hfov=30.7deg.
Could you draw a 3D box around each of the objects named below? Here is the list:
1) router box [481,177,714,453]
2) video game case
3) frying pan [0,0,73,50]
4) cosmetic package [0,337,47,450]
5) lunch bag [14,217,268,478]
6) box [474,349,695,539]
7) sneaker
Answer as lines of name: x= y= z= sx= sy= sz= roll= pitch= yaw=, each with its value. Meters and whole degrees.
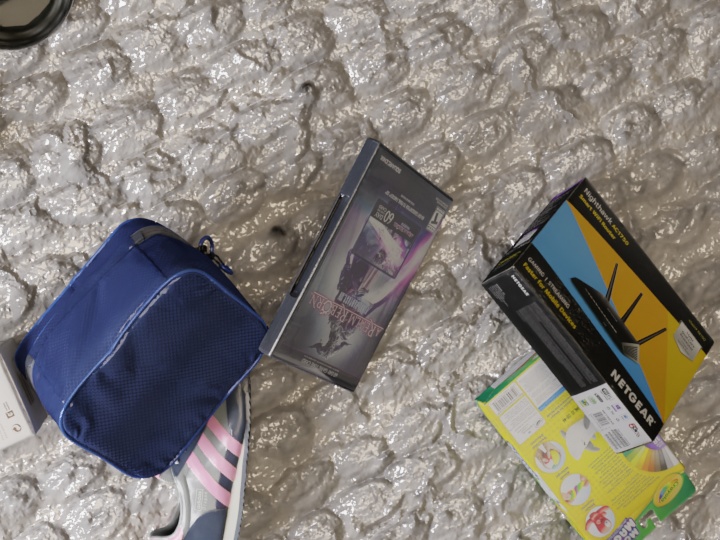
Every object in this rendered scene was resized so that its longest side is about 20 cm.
router box: x=0.216 y=0.039 z=1.178 sx=0.200 sy=0.051 sz=0.149 roll=50 pitch=50 yaw=-8
video game case: x=0.000 y=0.000 z=1.149 sx=0.019 sy=0.143 sz=0.201 roll=25 pitch=87 yaw=35
frying pan: x=-0.321 y=-0.280 z=1.131 sx=0.114 sy=0.031 sz=0.191 roll=-29 pitch=93 yaw=-6
cosmetic package: x=-0.375 y=0.138 z=1.104 sx=0.199 sy=0.108 sz=0.085 roll=-24 pitch=95 yaw=-8
lunch bag: x=-0.184 y=0.054 z=1.107 sx=0.200 sy=0.132 sz=0.136 roll=-49 pitch=133 yaw=-5
box: x=0.212 y=0.163 z=1.221 sx=0.117 sy=0.048 sz=0.201 roll=-39 pitch=95 yaw=-6
sneaker: x=-0.141 y=0.156 z=1.156 sx=0.081 sy=0.070 sz=0.202 roll=5 pitch=90 yaw=-11
